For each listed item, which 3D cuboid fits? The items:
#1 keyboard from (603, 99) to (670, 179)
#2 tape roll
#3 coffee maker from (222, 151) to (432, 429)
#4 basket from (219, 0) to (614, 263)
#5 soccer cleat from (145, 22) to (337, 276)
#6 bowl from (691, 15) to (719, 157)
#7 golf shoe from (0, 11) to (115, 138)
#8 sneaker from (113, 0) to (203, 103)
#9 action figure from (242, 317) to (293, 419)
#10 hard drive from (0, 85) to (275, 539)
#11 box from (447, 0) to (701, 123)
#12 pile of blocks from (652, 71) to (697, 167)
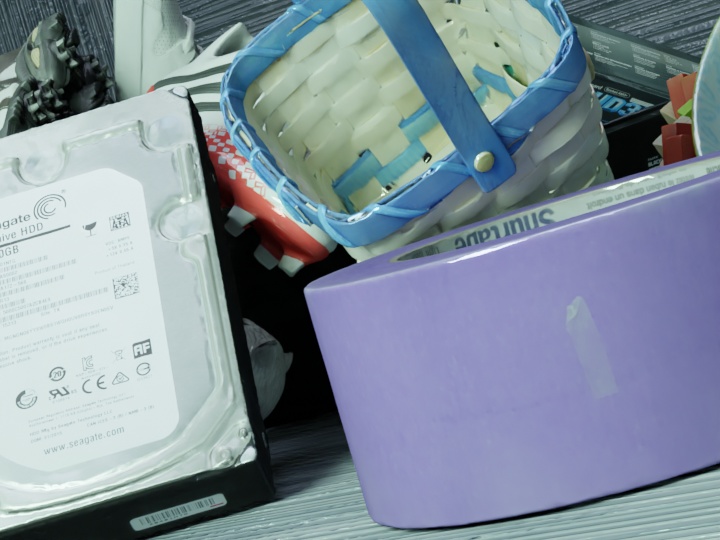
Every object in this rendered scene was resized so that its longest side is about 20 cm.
[{"bbox_3d":[0.181,-0.055,1.374,0.199,0.105,0.040,-18,23,-16],"label":"keyboard"},{"bbox_3d":[0.085,0.017,0.792,0.198,0.086,0.200,-17,2,1],"label":"tape roll"},{"bbox_3d":[0.000,0.000,1.112,0.199,0.136,0.192,-15,5,36],"label":"coffee maker"},{"bbox_3d":[0.009,-0.086,0.930,0.139,0.200,0.176,-41,41,1],"label":"basket"},{"bbox_3d":[-0.048,-0.064,1.082,0.085,0.069,0.200,-47,28,0],"label":"soccer cleat"},{"bbox_3d":[0.251,-0.067,0.983,0.199,0.201,0.108,-15,-40,35],"label":"bowl"},{"bbox_3d":[-0.185,-0.063,1.231,0.094,0.078,0.200,-29,20,11],"label":"golf shoe"},{"bbox_3d":[-0.086,-0.104,1.349,0.114,0.201,0.074,-3,32,-1],"label":"sneaker"},{"bbox_3d":[-0.121,0.044,1.048,0.192,0.201,0.105,-8,-35,17],"label":"action figure"},{"bbox_3d":[-0.119,0.022,0.964,0.139,0.201,0.038,-16,-38,4],"label":"hard drive"},{"bbox_3d":[0.109,-0.085,1.417,0.198,0.046,0.159,15,-43,-20],"label":"box"},{"bbox_3d":[0.188,-0.065,1.187,0.082,0.062,0.200,-31,22,22],"label":"pile of blocks"}]
